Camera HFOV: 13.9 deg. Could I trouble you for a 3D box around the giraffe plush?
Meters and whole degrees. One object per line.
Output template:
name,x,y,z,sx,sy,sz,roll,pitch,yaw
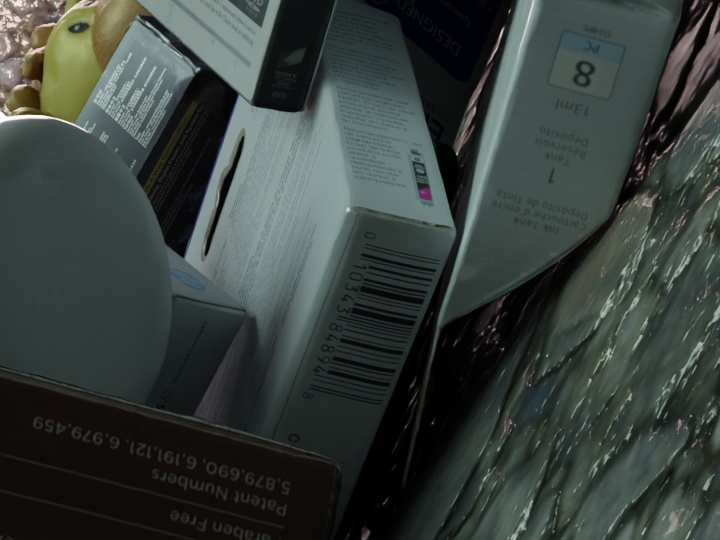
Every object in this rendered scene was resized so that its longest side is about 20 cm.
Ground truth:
giraffe plush,-0.073,-0.085,1.378,0.200,0.162,0.173,-58,10,20

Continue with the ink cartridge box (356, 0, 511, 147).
ink cartridge box,-0.013,-0.169,1.188,0.047,0.198,0.200,-13,45,50

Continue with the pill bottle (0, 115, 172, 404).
pill bottle,-0.167,0.014,0.969,0.200,0.109,0.109,-6,48,37

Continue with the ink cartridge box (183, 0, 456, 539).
ink cartridge box,-0.026,0.014,1.021,0.200,0.043,0.197,-98,25,-58

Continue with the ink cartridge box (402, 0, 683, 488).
ink cartridge box,0.063,-0.046,0.954,0.160,0.047,0.200,-76,0,-54

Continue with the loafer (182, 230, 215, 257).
loafer,-0.057,0.078,1.160,0.071,0.073,0.200,2,71,56

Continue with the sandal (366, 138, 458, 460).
sandal,0.000,0.000,1.085,0.200,0.045,0.075,-79,12,-65

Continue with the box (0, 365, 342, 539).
box,-0.120,0.144,0.850,0.166,0.164,0.200,139,144,-63

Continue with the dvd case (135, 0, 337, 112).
dvd case,-0.029,-0.172,0.994,0.150,0.025,0.200,43,121,55

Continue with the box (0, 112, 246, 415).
box,-0.142,0.060,1.036,0.156,0.041,0.200,38,104,37

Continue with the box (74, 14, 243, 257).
box,-0.075,-0.001,1.226,0.161,0.049,0.200,5,-60,-54
